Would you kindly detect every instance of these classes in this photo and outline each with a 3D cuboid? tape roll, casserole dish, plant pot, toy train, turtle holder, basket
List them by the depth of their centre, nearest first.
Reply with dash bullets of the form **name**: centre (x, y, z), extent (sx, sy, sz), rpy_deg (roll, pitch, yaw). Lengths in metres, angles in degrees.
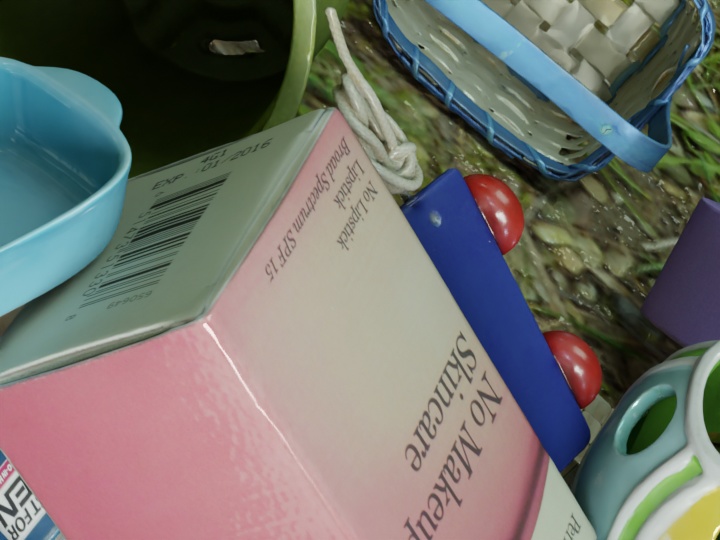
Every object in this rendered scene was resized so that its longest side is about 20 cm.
- **casserole dish**: centre (-0.165, -0.008, 0.772), extent (0.199, 0.039, 0.121), rpy_deg (-28, 41, -27)
- **turtle holder**: centre (0.136, 0.107, 0.884), extent (0.140, 0.132, 0.185), rpy_deg (30, 50, 21)
- **toy train**: centre (0.000, 0.000, 0.924), extent (0.085, 0.115, 0.201), rpy_deg (-38, 105, -43)
- **plant pot**: centre (-0.084, -0.125, 0.998), extent (0.200, 0.200, 0.190), rpy_deg (44, 22, 4)
- **tape roll**: centre (0.237, 0.040, 1.141), extent (0.199, 0.066, 0.200), rpy_deg (29, 7, -4)
- **basket**: centre (0.088, -0.132, 1.195), extent (0.176, 0.139, 0.200), rpy_deg (40, 24, -4)

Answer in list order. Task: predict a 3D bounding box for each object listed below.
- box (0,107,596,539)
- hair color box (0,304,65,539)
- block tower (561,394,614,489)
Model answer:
- **box**: centre (-0.020, 0.068, 0.812), extent (0.201, 0.108, 0.128), rpy_deg (57, 35, -23)
- **hair color box**: centre (-0.151, 0.004, 0.872), extent (0.200, 0.061, 0.100), rpy_deg (46, 34, 6)
- **block tower**: centre (0.065, 0.066, 1.026), extent (0.200, 0.054, 0.058), rpy_deg (42, 33, 0)
